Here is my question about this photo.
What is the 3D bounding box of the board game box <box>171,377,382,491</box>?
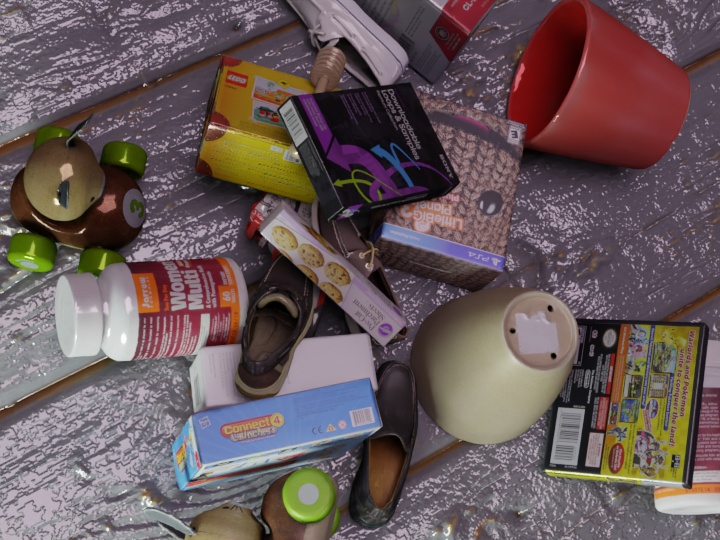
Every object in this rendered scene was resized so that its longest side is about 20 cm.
[{"bbox_3d":[-0.097,0.183,1.442,0.198,0.196,0.056,-10,76,-18],"label":"board game box"}]

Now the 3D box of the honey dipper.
[{"bbox_3d":[-0.055,-0.196,1.541,0.038,0.038,0.201,24,42,-7],"label":"honey dipper"}]

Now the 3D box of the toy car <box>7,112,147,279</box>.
[{"bbox_3d":[-0.312,-0.095,1.464,0.156,0.200,0.166,12,72,-11],"label":"toy car"}]

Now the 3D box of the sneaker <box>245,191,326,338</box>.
[{"bbox_3d":[-0.090,-0.016,1.573,0.107,0.067,0.203,13,68,-10],"label":"sneaker"}]

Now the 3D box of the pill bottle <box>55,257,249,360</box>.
[{"bbox_3d":[-0.235,0.044,1.476,0.198,0.109,0.111,-3,75,-27],"label":"pill bottle"}]

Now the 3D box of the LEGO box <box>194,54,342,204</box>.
[{"bbox_3d":[-0.088,-0.164,1.577,0.198,0.077,0.150,15,40,-10],"label":"LEGO box"}]

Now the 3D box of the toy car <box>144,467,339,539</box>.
[{"bbox_3d":[-0.131,0.282,1.430,0.198,0.164,0.159,11,71,5],"label":"toy car"}]

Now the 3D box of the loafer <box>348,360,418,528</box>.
[{"bbox_3d":[0.036,0.199,1.538,0.072,0.072,0.202,11,71,-10],"label":"loafer"}]

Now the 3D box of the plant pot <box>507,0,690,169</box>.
[{"bbox_3d":[0.311,-0.225,1.684,0.176,0.200,0.202,20,70,-19],"label":"plant pot"}]

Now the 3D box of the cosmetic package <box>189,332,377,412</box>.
[{"bbox_3d":[-0.091,0.124,1.512,0.198,0.101,0.072,-4,74,-16],"label":"cosmetic package"}]

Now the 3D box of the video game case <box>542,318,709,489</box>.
[{"bbox_3d":[0.322,0.158,1.593,0.179,0.025,0.202,1,68,29],"label":"video game case"}]

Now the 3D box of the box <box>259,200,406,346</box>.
[{"bbox_3d":[-0.031,0.004,1.489,0.041,0.039,0.200,-43,107,10],"label":"box"}]

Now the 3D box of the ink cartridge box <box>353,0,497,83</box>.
[{"bbox_3d":[0.059,-0.355,1.667,0.200,0.146,0.083,39,67,-1],"label":"ink cartridge box"}]

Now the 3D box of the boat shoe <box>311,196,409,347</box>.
[{"bbox_3d":[0.000,0.000,1.546,0.072,0.059,0.201,-51,126,-55],"label":"boat shoe"}]

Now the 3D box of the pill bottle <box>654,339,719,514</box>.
[{"bbox_3d":[0.414,0.194,1.617,0.113,0.114,0.202,4,74,-14],"label":"pill bottle"}]

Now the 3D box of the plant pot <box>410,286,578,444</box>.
[{"bbox_3d":[0.174,0.096,1.537,0.186,0.200,0.189,4,74,-13],"label":"plant pot"}]

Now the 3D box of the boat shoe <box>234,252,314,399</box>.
[{"bbox_3d":[-0.089,0.049,1.454,0.073,0.065,0.201,13,49,-3],"label":"boat shoe"}]

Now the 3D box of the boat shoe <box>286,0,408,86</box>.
[{"bbox_3d":[-0.031,-0.305,1.668,0.199,0.074,0.066,37,64,-1],"label":"boat shoe"}]

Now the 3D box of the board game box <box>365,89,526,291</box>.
[{"bbox_3d":[0.104,-0.097,1.629,0.158,0.097,0.202,15,71,-10],"label":"board game box"}]

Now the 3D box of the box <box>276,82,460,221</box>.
[{"bbox_3d":[0.013,-0.141,1.506,0.199,0.036,0.144,-14,74,-45],"label":"box"}]
